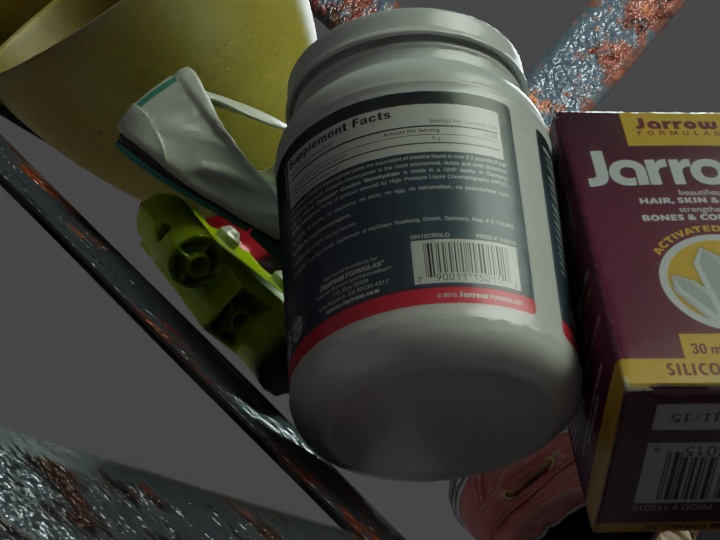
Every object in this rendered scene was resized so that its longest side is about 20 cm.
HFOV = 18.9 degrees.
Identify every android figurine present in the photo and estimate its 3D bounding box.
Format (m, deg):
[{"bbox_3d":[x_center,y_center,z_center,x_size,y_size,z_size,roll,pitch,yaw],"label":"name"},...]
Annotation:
[{"bbox_3d":[-0.052,0.024,1.175,0.182,0.041,0.200,40,5,-31],"label":"android figurine"}]

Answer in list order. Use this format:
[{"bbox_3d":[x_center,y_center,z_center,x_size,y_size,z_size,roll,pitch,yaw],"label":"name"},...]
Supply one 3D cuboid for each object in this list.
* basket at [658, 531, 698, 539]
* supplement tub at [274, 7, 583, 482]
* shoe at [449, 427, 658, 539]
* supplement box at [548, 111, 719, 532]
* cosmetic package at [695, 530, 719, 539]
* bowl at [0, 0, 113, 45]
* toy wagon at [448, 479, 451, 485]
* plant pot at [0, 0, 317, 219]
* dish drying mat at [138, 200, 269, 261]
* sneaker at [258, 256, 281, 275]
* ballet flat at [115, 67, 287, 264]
[{"bbox_3d":[0.283,0.213,1.397,0.200,0.161,0.198,46,-2,40],"label":"basket"},{"bbox_3d":[0.030,-0.012,1.059,0.140,0.140,0.201,38,38,-47],"label":"supplement tub"},{"bbox_3d":[0.152,0.109,1.141,0.091,0.199,0.072,-125,-161,-59],"label":"shoe"},{"bbox_3d":[0.165,0.022,1.063,0.201,0.130,0.104,-99,-169,-47],"label":"supplement box"},{"bbox_3d":[0.226,0.167,1.094,0.113,0.201,0.081,38,-26,-34],"label":"cosmetic package"},{"bbox_3d":[-0.150,-0.178,1.415,0.108,0.200,0.200,56,9,24],"label":"bowl"},{"bbox_3d":[0.068,0.100,1.259,0.200,0.040,0.155,49,-9,7],"label":"toy wagon"},{"bbox_3d":[-0.101,-0.114,1.265,0.142,0.199,0.200,55,-1,-16],"label":"plant pot"},{"bbox_3d":[-0.051,-0.049,1.368,0.077,0.018,0.200,35,35,20],"label":"dish drying mat"},{"bbox_3d":[0.000,0.000,1.396,0.199,0.076,0.070,28,-7,6],"label":"sneaker"},{"bbox_3d":[-0.042,-0.039,1.152,0.200,0.070,0.069,38,5,-34],"label":"ballet flat"}]
